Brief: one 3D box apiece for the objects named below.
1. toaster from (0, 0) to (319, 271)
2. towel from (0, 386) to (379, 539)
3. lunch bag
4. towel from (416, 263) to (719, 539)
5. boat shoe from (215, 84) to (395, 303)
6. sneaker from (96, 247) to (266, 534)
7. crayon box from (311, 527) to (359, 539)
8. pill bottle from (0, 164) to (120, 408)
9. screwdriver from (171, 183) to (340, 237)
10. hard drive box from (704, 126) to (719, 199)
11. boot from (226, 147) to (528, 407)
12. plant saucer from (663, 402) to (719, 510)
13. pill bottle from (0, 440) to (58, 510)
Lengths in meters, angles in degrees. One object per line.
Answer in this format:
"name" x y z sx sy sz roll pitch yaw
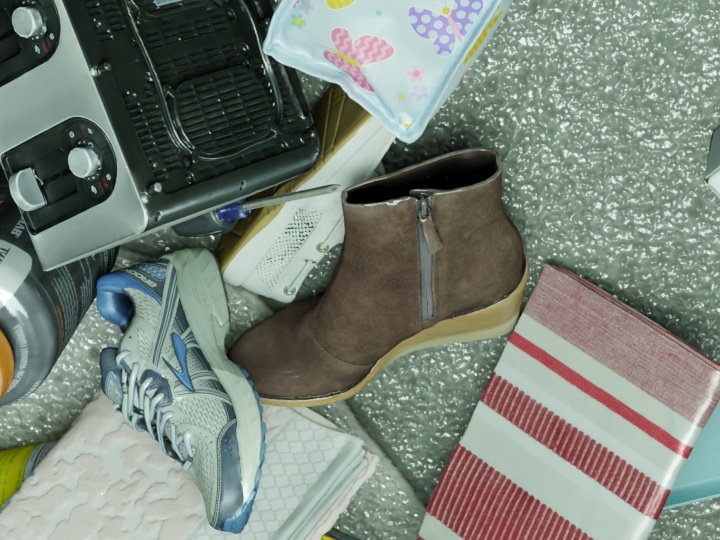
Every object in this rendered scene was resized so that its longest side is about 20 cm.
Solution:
"toaster" -0.128 -0.114 1.417 0.118 0.200 0.182 -20 92 39
"towel" -0.118 0.143 1.533 0.190 0.200 0.032 25 153 31
"lunch bag" 0.053 -0.196 1.359 0.127 0.170 0.201 30 119 -3
"towel" 0.127 0.115 1.515 0.144 0.023 0.201 34 104 34
"boat shoe" -0.014 -0.050 1.510 0.069 0.071 0.200 28 134 -17
"sneaker" -0.114 0.076 1.496 0.085 0.201 0.077 -4 139 -20
"crayon box" 0.007 0.202 1.555 0.199 0.126 0.052 22 87 36
"pill bottle" -0.220 0.014 1.511 0.105 0.200 0.107 5 118 9
"screwdriver" -0.059 -0.037 1.487 0.029 0.028 0.199 35 159 -29
"hard drive box" 0.321 -0.071 1.419 0.200 0.077 0.156 -39 103 26
"boot" 0.000 0.000 1.491 0.199 0.073 0.167 -15 144 1
"plant saucer" 0.167 0.124 1.588 0.199 0.019 0.070 -16 113 20
"pill bottle" -0.187 0.165 1.634 0.199 0.109 0.110 -11 114 17
